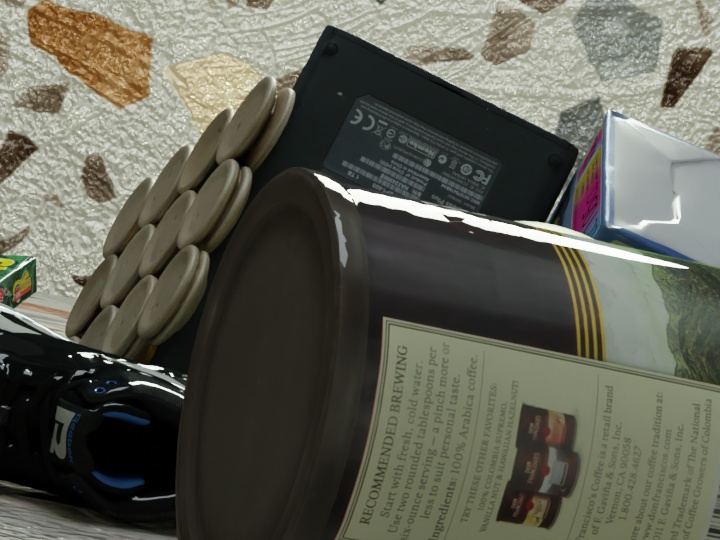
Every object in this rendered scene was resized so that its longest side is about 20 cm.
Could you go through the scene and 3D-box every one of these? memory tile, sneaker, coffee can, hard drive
[{"bbox_3d":[-0.101,-0.007,1.387,0.017,0.154,0.200,30,-29,-15],"label":"memory tile"},{"bbox_3d":[-0.138,0.053,1.133,0.199,0.073,0.112,12,1,-8],"label":"sneaker"},{"bbox_3d":[0.055,0.058,0.933,0.199,0.147,0.146,12,0,-20],"label":"coffee can"},{"bbox_3d":[0.000,0.000,1.350,0.139,0.201,0.033,27,-12,4],"label":"hard drive"}]

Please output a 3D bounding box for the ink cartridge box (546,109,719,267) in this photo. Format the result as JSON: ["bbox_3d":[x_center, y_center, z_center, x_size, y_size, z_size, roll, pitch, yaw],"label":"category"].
[{"bbox_3d":[0.106,0.044,1.342,0.076,0.201,0.137,23,26,-5],"label":"ink cartridge box"}]

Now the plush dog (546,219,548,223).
[{"bbox_3d":[0.062,0.041,1.534,0.160,0.201,0.171,21,14,38],"label":"plush dog"}]

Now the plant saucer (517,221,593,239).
[{"bbox_3d":[0.018,0.036,1.221,0.031,0.200,0.200,55,-11,-12],"label":"plant saucer"}]

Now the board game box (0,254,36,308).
[{"bbox_3d":[-0.233,0.024,1.315,0.104,0.024,0.200,0,14,14],"label":"board game box"}]

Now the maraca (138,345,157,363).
[{"bbox_3d":[-0.045,0.040,1.431,0.199,0.107,0.137,-9,29,22],"label":"maraca"}]
